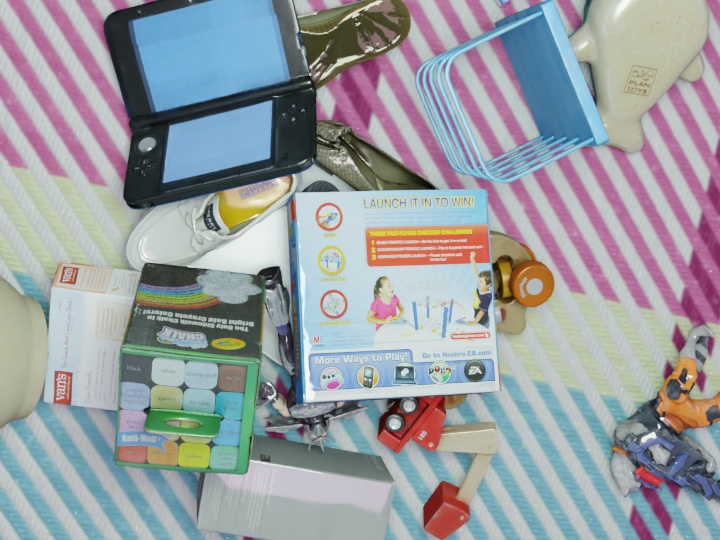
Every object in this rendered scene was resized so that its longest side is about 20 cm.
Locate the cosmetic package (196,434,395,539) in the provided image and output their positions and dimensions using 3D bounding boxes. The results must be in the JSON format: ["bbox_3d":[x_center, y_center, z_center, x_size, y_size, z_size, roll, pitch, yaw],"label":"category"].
[{"bbox_3d":[-0.069,0.229,1.201,0.196,0.107,0.092,8,96,-11],"label":"cosmetic package"}]

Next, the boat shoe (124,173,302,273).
[{"bbox_3d":[-0.147,-0.054,1.148,0.197,0.070,0.072,-25,98,0],"label":"boat shoe"}]

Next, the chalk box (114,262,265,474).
[{"bbox_3d":[-0.152,0.099,1.036,0.122,0.201,0.126,7,118,-5],"label":"chalk box"}]

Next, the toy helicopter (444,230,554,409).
[{"bbox_3d":[0.111,0.053,1.229,0.130,0.079,0.203,16,106,-16],"label":"toy helicopter"}]

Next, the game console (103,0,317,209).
[{"bbox_3d":[-0.150,-0.174,1.117,0.196,0.173,0.119,-12,136,10],"label":"game console"}]

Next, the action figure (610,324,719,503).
[{"bbox_3d":[0.356,0.176,1.283,0.194,0.105,0.200,-47,127,5],"label":"action figure"}]

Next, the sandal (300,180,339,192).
[{"bbox_3d":[0.000,-0.001,1.189,0.076,0.043,0.202,-35,93,-48],"label":"sandal"}]

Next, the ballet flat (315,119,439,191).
[{"bbox_3d":[0.029,-0.095,1.200,0.199,0.046,0.068,35,54,-12],"label":"ballet flat"}]

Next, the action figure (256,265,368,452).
[{"bbox_3d":[-0.059,0.094,1.184,0.128,0.069,0.204,-13,104,-12],"label":"action figure"}]

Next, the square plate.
[{"bbox_3d":[-0.104,-0.036,1.208,0.198,0.028,0.200,34,91,-10],"label":"square plate"}]

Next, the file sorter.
[{"bbox_3d":[0.140,-0.169,1.145,0.121,0.200,0.141,-26,99,-2],"label":"file sorter"}]

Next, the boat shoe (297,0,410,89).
[{"bbox_3d":[-0.045,-0.232,1.189,0.198,0.063,0.074,-24,110,1],"label":"boat shoe"}]

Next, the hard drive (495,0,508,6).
[{"bbox_3d":[0.143,-0.401,1.209,0.131,0.025,0.201,-37,100,-3],"label":"hard drive"}]

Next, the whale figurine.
[{"bbox_3d":[0.286,-0.229,1.224,0.156,0.104,0.203,6,119,-10],"label":"whale figurine"}]

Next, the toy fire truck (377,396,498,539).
[{"bbox_3d":[0.095,0.171,1.220,0.140,0.049,0.201,34,108,-8],"label":"toy fire truck"}]

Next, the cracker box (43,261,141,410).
[{"bbox_3d":[-0.215,0.074,1.166,0.196,0.058,0.136,8,118,-10],"label":"cracker box"}]

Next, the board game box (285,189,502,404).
[{"bbox_3d":[0.030,0.025,1.124,0.196,0.056,0.200,-1,83,-13],"label":"board game box"}]

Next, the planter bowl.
[{"bbox_3d":[-0.383,0.081,1.111,0.133,0.199,0.204,8,95,-36],"label":"planter bowl"}]
